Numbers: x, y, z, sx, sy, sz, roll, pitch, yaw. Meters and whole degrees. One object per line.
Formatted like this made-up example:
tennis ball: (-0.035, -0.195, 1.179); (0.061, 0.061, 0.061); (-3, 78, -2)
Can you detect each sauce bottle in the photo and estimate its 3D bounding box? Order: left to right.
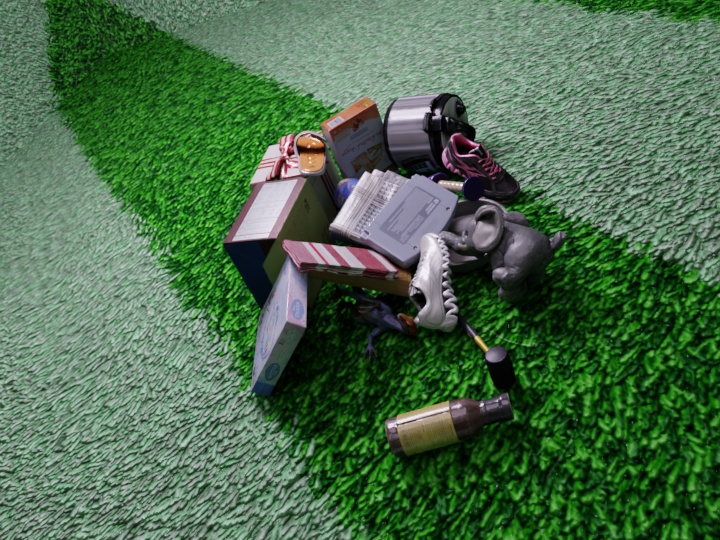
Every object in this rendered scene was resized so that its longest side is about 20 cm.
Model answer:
sauce bottle: (0.138, 0.236, 0.995); (0.196, 0.065, 0.065); (-17, 39, 12)

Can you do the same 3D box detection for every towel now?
towel: (-0.039, -0.020, 1.209); (0.196, 0.023, 0.144); (6, 18, -21)
towel: (0.058, -0.127, 1.366); (0.190, 0.035, 0.201); (22, 60, 22)

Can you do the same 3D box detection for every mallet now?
mallet: (0.207, 0.131, 1.104); (0.041, 0.067, 0.200); (-27, 23, -4)

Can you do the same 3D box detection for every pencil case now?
pencil case: (0.024, -0.159, 1.490); (0.198, 0.077, 0.088); (25, 89, 44)

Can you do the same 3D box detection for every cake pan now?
cake pan: (0.213, -0.070, 1.318); (0.196, 0.037, 0.202); (-16, 39, 13)

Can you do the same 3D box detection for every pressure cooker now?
pressure cooker: (0.171, -0.330, 1.521); (0.197, 0.181, 0.177); (4, 44, 33)

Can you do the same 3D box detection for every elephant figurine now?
elephant figurine: (0.244, -0.057, 1.162); (0.154, 0.142, 0.201); (-32, 63, -6)

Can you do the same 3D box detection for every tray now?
tray: (0.000, 0.000, 1.261); (0.195, 0.038, 0.099); (12, 19, -2)

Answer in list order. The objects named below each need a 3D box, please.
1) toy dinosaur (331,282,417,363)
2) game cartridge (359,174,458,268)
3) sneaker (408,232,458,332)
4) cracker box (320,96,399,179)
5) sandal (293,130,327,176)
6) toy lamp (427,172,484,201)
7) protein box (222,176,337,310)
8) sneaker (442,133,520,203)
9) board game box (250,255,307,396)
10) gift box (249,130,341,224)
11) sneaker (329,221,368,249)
toy dinosaur: (0.033, 0.070, 1.226); (0.178, 0.107, 0.201); (12, 40, 16)
game cartridge: (0.108, -0.100, 1.309); (0.132, 0.041, 0.200); (31, 65, 24)
sneaker: (0.127, 0.016, 1.187); (0.079, 0.076, 0.204); (1, 57, -10)
cracker box: (0.003, -0.294, 1.557); (0.133, 0.202, 0.058); (-32, 39, -8)
sandal: (-0.107, -0.274, 1.431); (0.077, 0.060, 0.208); (-2, 31, -8)
toy lamp: (0.198, -0.183, 1.405); (0.058, 0.059, 0.200); (-34, 21, -10)
protein box: (-0.165, -0.057, 1.385); (0.132, 0.201, 0.202); (-3, 43, 24)
sneaker: (0.260, -0.224, 1.379); (0.199, 0.096, 0.079); (37, 70, 17)
board game box: (-0.153, 0.098, 1.231); (0.043, 0.201, 0.202); (16, 38, -17)
gift box: (-0.139, -0.223, 1.569); (0.196, 0.189, 0.187); (-11, 40, 19)
sneaker: (0.017, -0.075, 1.397); (0.196, 0.076, 0.078); (3, 49, 24)
